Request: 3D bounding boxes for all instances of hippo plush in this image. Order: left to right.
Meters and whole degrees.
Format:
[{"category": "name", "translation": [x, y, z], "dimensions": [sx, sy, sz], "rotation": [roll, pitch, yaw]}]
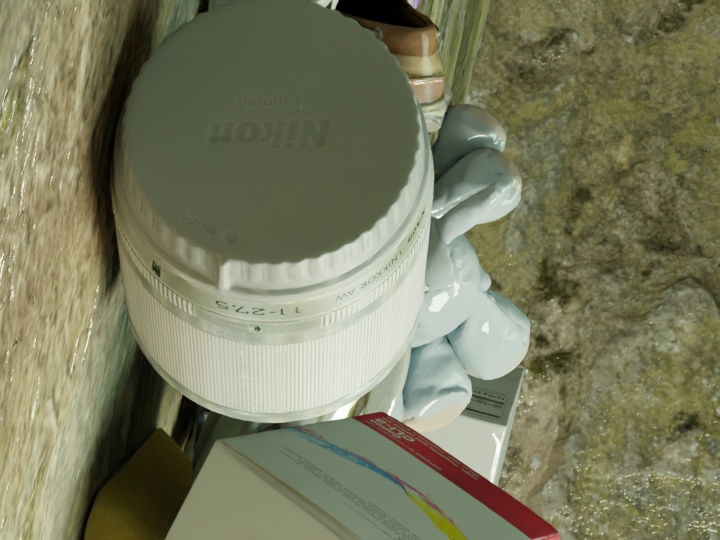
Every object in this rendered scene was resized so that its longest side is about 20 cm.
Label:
[{"category": "hippo plush", "translation": [0.000, 0.000, 1.890], "dimensions": [0.159, 0.161, 0.200], "rotation": [-33, 144, -10]}, {"category": "hippo plush", "translation": [0.028, -0.038, 2.248], "dimensions": [0.161, 0.158, 0.201], "rotation": [116, -25, -52]}]

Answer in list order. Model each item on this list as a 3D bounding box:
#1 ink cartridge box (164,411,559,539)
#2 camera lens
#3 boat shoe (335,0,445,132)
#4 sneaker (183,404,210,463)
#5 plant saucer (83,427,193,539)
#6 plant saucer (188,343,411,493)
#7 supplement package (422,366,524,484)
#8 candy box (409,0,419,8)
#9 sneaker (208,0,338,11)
[{"category": "ink cartridge box", "translation": [-0.011, 0.182, 1.676], "dimensions": [0.200, 0.144, 0.146], "rotation": [-4, 124, -62]}, {"category": "camera lens", "translation": [-0.044, -0.026, 1.487], "dimensions": [0.200, 0.159, 0.161], "rotation": [93, 12, -65]}, {"category": "boat shoe", "translation": [-0.003, -0.146, 1.712], "dimensions": [0.200, 0.075, 0.072], "rotation": [42, -49, 51]}, {"category": "sneaker", "translation": [-0.081, 0.130, 1.945], "dimensions": [0.115, 0.080, 0.201], "rotation": [72, 30, -76]}, {"category": "plant saucer", "translation": [-0.136, 0.212, 1.751], "dimensions": [0.200, 0.048, 0.201], "rotation": [-53, 157, -79]}, {"category": "plant saucer", "translation": [-0.048, 0.097, 1.746], "dimensions": [0.200, 0.050, 0.201], "rotation": [-46, 156, -28]}, {"category": "supplement package", "translation": [0.010, 0.140, 2.298], "dimensions": [0.111, 0.199, 0.157], "rotation": [-63, 167, -64]}, {"category": "candy box", "translation": [0.038, -0.319, 2.104], "dimensions": [0.168, 0.071, 0.201], "rotation": [97, 9, -50]}, {"category": "sneaker", "translation": [-0.052, -0.142, 1.655], "dimensions": [0.112, 0.073, 0.201], "rotation": [-38, 150, -87]}]
